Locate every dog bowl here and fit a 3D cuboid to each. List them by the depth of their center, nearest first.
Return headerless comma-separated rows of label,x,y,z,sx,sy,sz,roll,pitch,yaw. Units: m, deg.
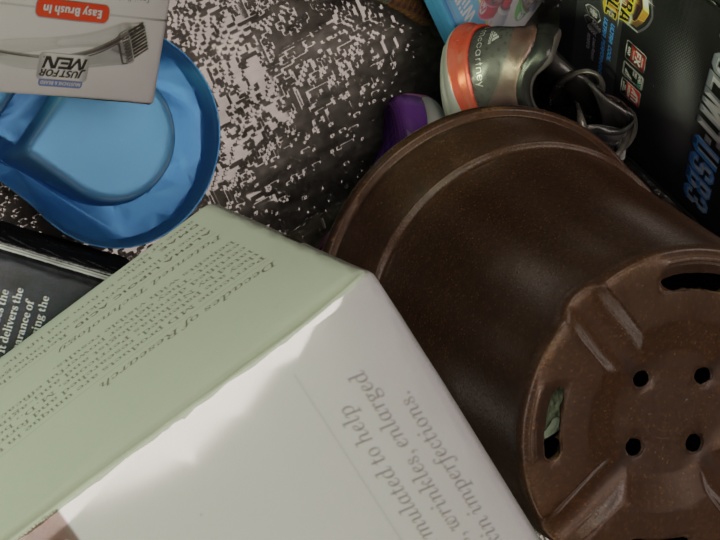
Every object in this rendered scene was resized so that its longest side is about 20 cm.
dog bowl,-0.166,-0.094,0.878,0.199,0.049,0.112,36,78,-22

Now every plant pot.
plant pot,0.101,0.037,0.828,0.198,0.198,0.202,-6,107,-19

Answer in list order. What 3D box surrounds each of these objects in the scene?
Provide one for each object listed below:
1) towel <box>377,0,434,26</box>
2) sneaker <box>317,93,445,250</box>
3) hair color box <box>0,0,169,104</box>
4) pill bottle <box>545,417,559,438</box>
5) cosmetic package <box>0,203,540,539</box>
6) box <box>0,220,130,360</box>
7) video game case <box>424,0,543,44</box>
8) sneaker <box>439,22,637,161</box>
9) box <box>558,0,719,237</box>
towel,0.055,-0.230,0.900,0.022,0.146,0.201,32,99,20
sneaker,0.000,0.000,0.947,0.088,0.080,0.202,9,90,-6
hair color box,-0.137,-0.182,0.785,0.110,0.064,0.202,-1,106,-44
pill bottle,0.194,0.054,1.008,0.200,0.109,0.109,-48,110,-11
cosmetic package,-0.052,0.096,0.650,0.165,0.200,0.166,-37,110,-12
box,-0.191,0.034,0.803,0.195,0.200,0.125,19,89,-22
video game case,0.102,-0.215,0.944,0.201,0.018,0.143,-53,153,-9
sneaker,0.119,-0.057,0.954,0.200,0.081,0.078,49,47,-39
box,0.187,-0.096,0.899,0.050,0.200,0.199,-37,69,-14
